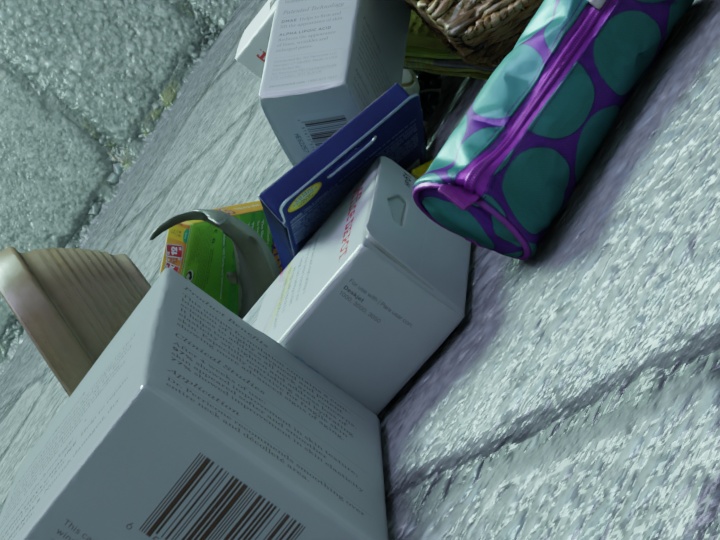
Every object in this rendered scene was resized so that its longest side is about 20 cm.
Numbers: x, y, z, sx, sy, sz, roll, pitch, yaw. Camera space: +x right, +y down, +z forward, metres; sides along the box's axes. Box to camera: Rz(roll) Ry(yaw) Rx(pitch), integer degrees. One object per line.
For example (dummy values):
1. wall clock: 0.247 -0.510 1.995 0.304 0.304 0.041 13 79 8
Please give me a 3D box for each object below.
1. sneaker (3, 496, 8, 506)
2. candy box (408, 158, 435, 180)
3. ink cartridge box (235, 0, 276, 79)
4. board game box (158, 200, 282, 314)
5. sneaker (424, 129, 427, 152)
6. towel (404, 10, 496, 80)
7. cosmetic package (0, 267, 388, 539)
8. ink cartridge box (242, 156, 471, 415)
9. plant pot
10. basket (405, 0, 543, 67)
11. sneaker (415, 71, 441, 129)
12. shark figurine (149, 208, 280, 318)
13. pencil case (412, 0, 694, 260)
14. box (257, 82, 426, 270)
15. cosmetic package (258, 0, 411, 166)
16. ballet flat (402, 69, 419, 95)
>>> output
1. sneaker: -0.240 0.182 1.767 0.146 0.077 0.202 -45 1 -9
2. candy box: 0.000 0.000 1.424 0.200 0.026 0.102 -49 -6 23
3. ink cartridge box: 0.002 -0.234 1.852 0.200 0.144 0.084 -49 13 23
4. board game box: -0.100 -0.004 1.619 0.200 0.030 0.096 -12 -62 -61
5. sneaker: -0.016 -0.048 1.583 0.116 0.075 0.201 -48 14 38
6. towel: 0.087 -0.226 1.602 0.143 0.023 0.201 7 51 25
7. cosmetic package: -0.097 0.135 1.156 0.167 0.167 0.200 -52 11 14
8. ink cartridge box: -0.019 0.043 1.309 0.200 0.084 0.145 -50 12 23
9. plant pot: -0.180 0.055 1.473 0.092 0.202 0.201 -33 9 -9
10. basket: 0.128 -0.240 1.475 0.200 0.143 0.149 -47 -23 4
11. sneaker: 0.035 -0.156 1.728 0.087 0.077 0.201 81 -168 -50
12. shark figurine: -0.072 0.023 1.536 0.089 0.216 0.128 24 44 37
13. pencil case: 0.114 -0.105 1.200 0.201 0.085 0.092 -57 -16 -10
14. box: -0.008 -0.056 1.381 0.121 0.032 0.200 -40 -15 -9
15. cosmetic package: -0.014 -0.174 1.498 0.073 0.102 0.201 -7 51 18
16. ballet flat: 0.042 -0.178 1.639 0.200 0.072 0.072 -33 10 -7
